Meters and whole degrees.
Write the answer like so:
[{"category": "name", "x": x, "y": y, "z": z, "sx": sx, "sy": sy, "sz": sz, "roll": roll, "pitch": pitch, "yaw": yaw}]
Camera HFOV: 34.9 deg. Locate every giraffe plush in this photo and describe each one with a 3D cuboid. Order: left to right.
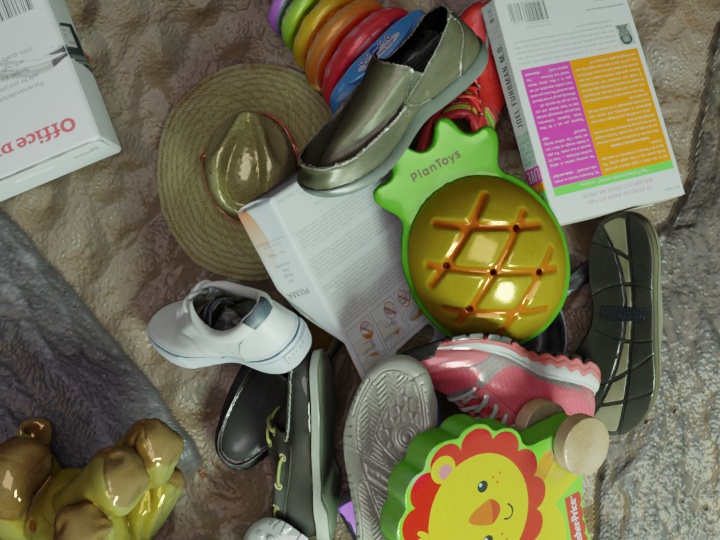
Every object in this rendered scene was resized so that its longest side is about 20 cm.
[{"category": "giraffe plush", "x": -0.265, "y": 0.201, "z": 1.003, "sx": 0.161, "sy": 0.173, "sz": 0.201, "roll": 27, "pitch": 125, "yaw": 13}]

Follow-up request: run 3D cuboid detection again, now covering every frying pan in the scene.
[{"category": "frying pan", "x": 0.147, "y": 0.026, "z": 1.028, "sx": 0.115, "sy": 0.031, "sz": 0.191, "roll": 32, "pitch": 78, "yaw": -7}]

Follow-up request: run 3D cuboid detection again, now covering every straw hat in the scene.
[{"category": "straw hat", "x": -0.098, "y": -0.092, "z": 1.018, "sx": 0.199, "sy": 0.085, "sz": 0.203, "roll": 0, "pitch": 89, "yaw": 3}]

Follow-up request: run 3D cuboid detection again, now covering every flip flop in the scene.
[{"category": "flip flop", "x": 0.233, "y": 0.048, "z": 1.011, "sx": 0.081, "sy": 0.057, "sz": 0.202, "roll": 6, "pitch": 98, "yaw": 33}]

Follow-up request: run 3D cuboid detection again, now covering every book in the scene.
[{"category": "book", "x": 0.193, "y": -0.147, "z": 1.003, "sx": 0.133, "sy": 0.048, "sz": 0.202, "roll": -12, "pitch": 86, "yaw": -22}]

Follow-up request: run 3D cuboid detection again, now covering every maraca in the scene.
[{"category": "maraca", "x": 0.094, "y": -0.027, "z": 0.954, "sx": 0.137, "sy": 0.107, "sz": 0.201, "roll": -29, "pitch": 100, "yaw": 1}]

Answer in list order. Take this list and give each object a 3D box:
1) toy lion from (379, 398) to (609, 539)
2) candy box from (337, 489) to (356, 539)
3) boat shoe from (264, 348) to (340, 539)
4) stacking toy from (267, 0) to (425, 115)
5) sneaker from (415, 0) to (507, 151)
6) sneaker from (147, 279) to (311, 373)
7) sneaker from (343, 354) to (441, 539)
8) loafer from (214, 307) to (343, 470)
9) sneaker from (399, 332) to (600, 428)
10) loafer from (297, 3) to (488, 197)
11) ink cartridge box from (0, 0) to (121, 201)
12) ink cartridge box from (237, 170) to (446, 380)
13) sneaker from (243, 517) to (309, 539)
[{"category": "toy lion", "x": 0.106, "y": 0.199, "z": 0.878, "sx": 0.191, "sy": 0.069, "sz": 0.201, "roll": -22, "pitch": 110, "yaw": -26}, {"category": "candy box", "x": 0.099, "y": 0.252, "z": 1.009, "sx": 0.167, "sy": 0.072, "sz": 0.201, "roll": -28, "pitch": 87, "yaw": 1}, {"category": "boat shoe", "x": -0.053, "y": 0.152, "z": 0.982, "sx": 0.060, "sy": 0.072, "sz": 0.202, "roll": 6, "pitch": 123, "yaw": 10}, {"category": "stacking toy", "x": -0.038, "y": -0.227, "z": 1.022, "sx": 0.116, "sy": 0.110, "sz": 0.200, "roll": -44, "pitch": 74, "yaw": -6}, {"category": "sneaker", "x": 0.095, "y": -0.142, "z": 1.011, "sx": 0.076, "sy": 0.085, "sz": 0.202, "roll": 15, "pitch": 90, "yaw": 1}, {"category": "sneaker", "x": -0.124, "y": 0.038, "z": 0.975, "sx": 0.071, "sy": 0.199, "sz": 0.073, "roll": 53, "pitch": 55, "yaw": -31}, {"category": "sneaker", "x": 0.040, "y": 0.161, "z": 0.923, "sx": 0.076, "sy": 0.111, "sz": 0.202, "roll": 0, "pitch": 96, "yaw": 21}, {"category": "loafer", "x": -0.069, "y": 0.090, "z": 1.019, "sx": 0.073, "sy": 0.072, "sz": 0.201, "roll": 31, "pitch": 90, "yaw": 2}, {"category": "sneaker", "x": 0.119, "y": 0.106, "z": 0.939, "sx": 0.199, "sy": 0.074, "sz": 0.087, "roll": 13, "pitch": 69, "yaw": -27}, {"category": "loafer", "x": 0.017, "y": -0.141, "z": 0.924, "sx": 0.200, "sy": 0.070, "sz": 0.075, "roll": -46, "pitch": 43, "yaw": -15}, {"category": "ink cartridge box", "x": -0.322, "y": -0.176, "z": 1.030, "sx": 0.144, "sy": 0.084, "sz": 0.201, "roll": -22, "pitch": 87, "yaw": 2}, {"category": "ink cartridge box", "x": 0.000, "y": 0.000, "z": 0.990, "sx": 0.050, "sy": 0.162, "sz": 0.201, "roll": -14, "pitch": 105, "yaw": 42}, {"category": "sneaker", "x": -0.034, "y": 0.301, "z": 1.004, "sx": 0.076, "sy": 0.081, "sz": 0.200, "roll": -37, "pitch": 90, "yaw": -3}]
